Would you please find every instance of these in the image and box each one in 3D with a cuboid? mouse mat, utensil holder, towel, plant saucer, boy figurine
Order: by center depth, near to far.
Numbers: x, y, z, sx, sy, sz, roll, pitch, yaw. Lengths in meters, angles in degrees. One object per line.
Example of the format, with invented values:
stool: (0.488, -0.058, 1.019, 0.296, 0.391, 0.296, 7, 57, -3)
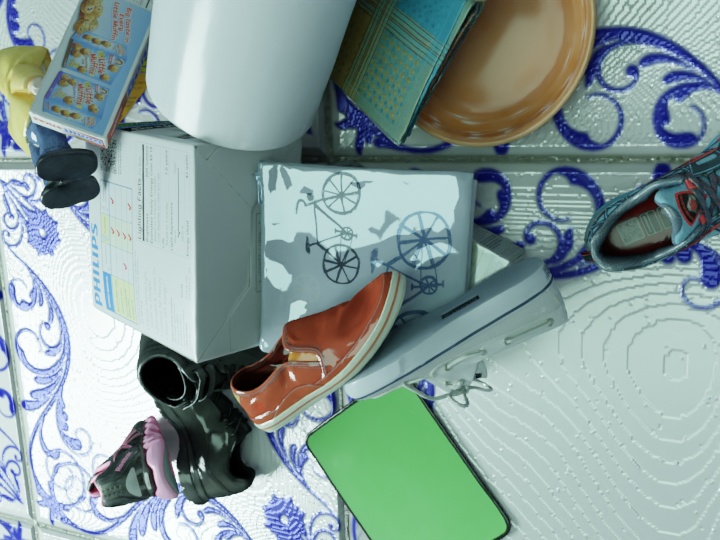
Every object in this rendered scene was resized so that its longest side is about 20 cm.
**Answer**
utensil holder: (-0.086, -0.226, 0.681, 0.169, 0.170, 0.201, 37, 135, 14)
plant saucer: (0.107, -0.210, 0.719, 0.198, 0.037, 0.203, 7, 104, 26)
towel: (0.010, -0.228, 0.731, 0.200, 0.022, 0.147, 48, 123, 29)
boy figurine: (-0.318, -0.150, 0.825, 0.201, 0.064, 0.125, 59, 151, 34)
mouse mat: (0.045, 0.223, 0.870, 0.161, 0.008, 0.201, -38, 85, 29)

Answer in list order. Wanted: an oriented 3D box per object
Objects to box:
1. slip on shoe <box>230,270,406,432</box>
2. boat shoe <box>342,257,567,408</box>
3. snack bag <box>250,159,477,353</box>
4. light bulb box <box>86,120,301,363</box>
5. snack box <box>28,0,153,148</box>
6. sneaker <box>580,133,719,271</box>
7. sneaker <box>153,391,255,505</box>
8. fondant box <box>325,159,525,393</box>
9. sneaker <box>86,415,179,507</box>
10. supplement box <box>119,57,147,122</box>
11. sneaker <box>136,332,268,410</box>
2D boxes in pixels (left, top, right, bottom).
slip on shoe: (-0.038, 0.066, 0.716, 0.061, 0.074, 0.200, 42, 115, -19)
boat shoe: (0.085, 0.074, 0.703, 0.201, 0.075, 0.087, -31, 102, 8)
snack bag: (0.000, 0.000, 0.741, 0.198, 0.021, 0.191, 4, 107, 10)
light bulb box: (-0.167, -0.041, 0.815, 0.199, 0.124, 0.201, 18, 111, 44)
snack box: (-0.234, -0.217, 0.768, 0.071, 0.024, 0.202, 19, 73, -8)
sneaker: (0.265, -0.050, 0.644, 0.199, 0.095, 0.080, -34, 87, 29)
sneaker: (-0.172, 0.164, 0.937, 0.090, 0.076, 0.202, -11, 104, 18)
fondant box: (0.037, 0.003, 0.793, 0.199, 0.058, 0.145, 29, 114, 19)
sneaker: (-0.260, 0.220, 0.926, 0.095, 0.200, 0.080, -20, 92, -16)
supplement box: (-0.251, -0.234, 0.876, 0.069, 0.066, 0.200, 50, 119, 8)
sneaker: (-0.140, 0.111, 0.852, 0.198, 0.099, 0.071, 17, 116, -6)
